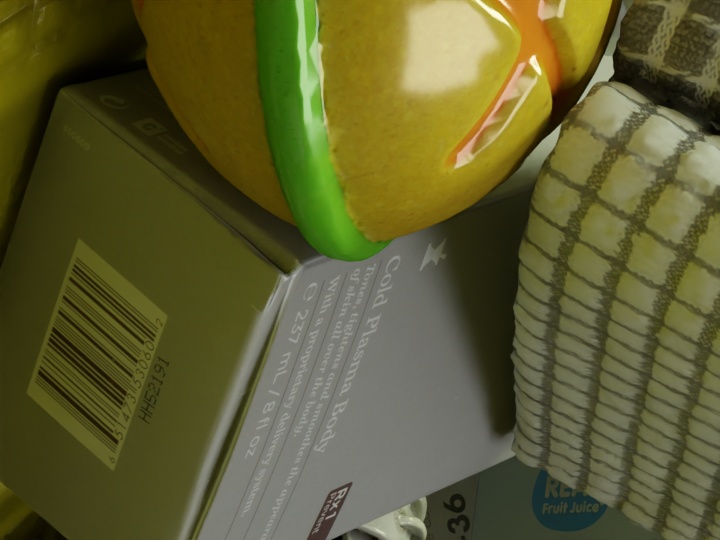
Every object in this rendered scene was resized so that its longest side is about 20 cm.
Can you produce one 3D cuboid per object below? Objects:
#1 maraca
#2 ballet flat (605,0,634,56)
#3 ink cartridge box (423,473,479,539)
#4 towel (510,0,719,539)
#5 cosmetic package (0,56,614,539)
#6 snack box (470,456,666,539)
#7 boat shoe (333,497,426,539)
[{"bbox_3d":[0.010,-0.087,0.613,0.200,0.106,0.138,-65,158,-53],"label":"maraca"},{"bbox_3d":[0.069,-0.090,0.725,0.200,0.069,0.070,-89,-156,-73],"label":"ballet flat"},{"bbox_3d":[0.050,0.119,0.921,0.200,0.067,0.117,-4,79,-66],"label":"ink cartridge box"},{"bbox_3d":[0.125,0.022,0.647,0.086,0.165,0.200,-57,166,-16],"label":"towel"},{"bbox_3d":[0.000,0.000,0.711,0.199,0.090,0.107,-17,136,-48],"label":"cosmetic package"},{"bbox_3d":[0.103,0.059,0.809,0.053,0.142,0.201,26,66,-46],"label":"snack box"},{"bbox_3d":[-0.014,0.074,0.790,0.200,0.066,0.072,-35,150,-44],"label":"boat shoe"}]
